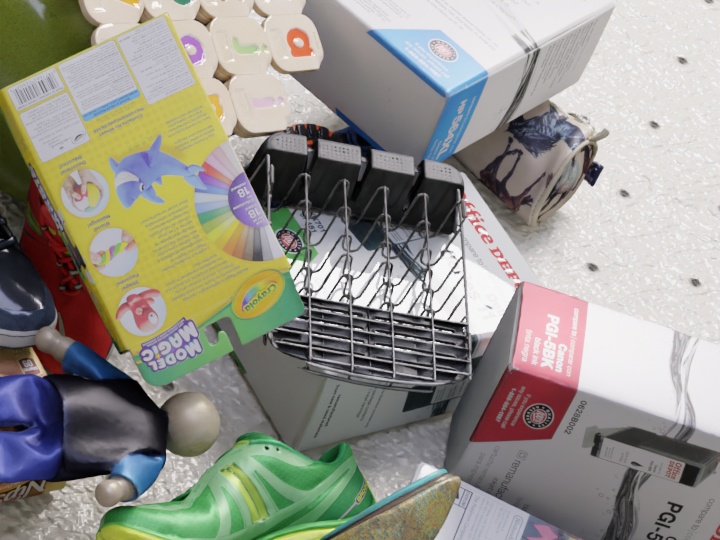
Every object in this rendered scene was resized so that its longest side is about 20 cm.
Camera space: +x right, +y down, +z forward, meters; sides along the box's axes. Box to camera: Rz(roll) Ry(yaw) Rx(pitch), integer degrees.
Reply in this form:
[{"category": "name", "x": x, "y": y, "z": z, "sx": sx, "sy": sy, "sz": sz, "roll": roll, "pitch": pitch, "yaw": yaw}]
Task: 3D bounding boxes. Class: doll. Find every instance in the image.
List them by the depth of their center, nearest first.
[{"category": "doll", "x": -0.176, "y": 0.089, "z": 1.589, "sx": 0.199, "sy": 0.049, "sz": 0.137, "roll": 0, "pitch": 46, "yaw": -24}]

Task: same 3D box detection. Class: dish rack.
[{"category": "dish rack", "x": 0.000, "y": 0.000, "z": 1.716, "sx": 0.152, "sy": 0.055, "sz": 0.201, "roll": 9, "pitch": 48, "yaw": -13}]

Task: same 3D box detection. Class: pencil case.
[{"category": "pencil case", "x": 0.088, "y": -0.125, "z": 1.976, "sx": 0.200, "sy": 0.078, "sz": 0.090, "roll": 43, "pitch": 88, "yaw": 19}]

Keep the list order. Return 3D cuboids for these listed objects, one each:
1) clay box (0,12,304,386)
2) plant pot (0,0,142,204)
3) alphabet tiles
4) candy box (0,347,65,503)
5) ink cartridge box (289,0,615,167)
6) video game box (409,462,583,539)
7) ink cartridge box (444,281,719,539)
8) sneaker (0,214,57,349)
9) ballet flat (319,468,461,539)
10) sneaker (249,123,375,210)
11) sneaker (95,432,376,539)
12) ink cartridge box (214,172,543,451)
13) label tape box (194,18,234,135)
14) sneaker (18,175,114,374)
[{"category": "clay box", "x": -0.126, "y": -0.040, "z": 1.619, "sx": 0.114, "sy": 0.048, "sz": 0.201, "roll": -26, "pitch": 92, "yaw": -14}, {"category": "plant pot", "x": -0.213, "y": -0.131, "z": 1.787, "sx": 0.193, "sy": 0.200, "sz": 0.200, "roll": 44, "pitch": 45, "yaw": 3}, {"category": "alphabet tiles", "x": -0.111, "y": -0.180, "z": 1.742, "sx": 0.195, "sy": 0.015, "sz": 0.201, "roll": -10, "pitch": 78, "yaw": -45}, {"category": "candy box", "x": -0.268, "y": 0.056, "z": 1.656, "sx": 0.115, "sy": 0.055, "sz": 0.201, "roll": -11, "pitch": 54, "yaw": -33}, {"category": "ink cartridge box", "x": 0.060, "y": -0.170, "z": 1.884, "sx": 0.146, "sy": 0.085, "sz": 0.200, "roll": 41, "pitch": 44, "yaw": 20}, {"category": "video game box", "x": 0.085, "y": 0.232, "z": 1.652, "sx": 0.181, "sy": 0.047, "sz": 0.200, "roll": 24, "pitch": 43, "yaw": 3}, {"category": "ink cartridge box", "x": 0.169, "y": 0.110, "z": 1.736, "sx": 0.199, "sy": 0.147, "sz": 0.083, "roll": 18, "pitch": 44, "yaw": -6}, {"category": "sneaker", "x": -0.248, "y": -0.058, "z": 1.633, "sx": 0.202, "sy": 0.147, "sz": 0.077, "roll": 42, "pitch": 42, "yaw": 18}, {"category": "ballet flat", "x": -0.020, "y": 0.189, "z": 1.589, "sx": 0.199, "sy": 0.071, "sz": 0.071, "roll": -26, "pitch": 57, "yaw": -4}, {"category": "sneaker", "x": -0.015, "y": -0.065, "z": 1.881, "sx": 0.199, "sy": 0.078, "sz": 0.076, "roll": 1, "pitch": 68, "yaw": -46}, {"category": "sneaker", "x": -0.079, "y": 0.144, "z": 1.634, "sx": 0.199, "sy": 0.074, "sz": 0.084, "roll": -4, "pitch": 74, "yaw": -38}, {"category": "ink cartridge box", "x": 0.014, "y": 0.024, "z": 1.797, "sx": 0.199, "sy": 0.083, "sz": 0.147, "roll": -13, "pitch": 54, "yaw": -34}, {"category": "label tape box", "x": -0.125, "y": -0.210, "z": 1.860, "sx": 0.066, "sy": 0.201, "sz": 0.144, "roll": -19, "pitch": 41, "yaw": -6}, {"category": "sneaker", "x": -0.185, "y": -0.025, "z": 1.682, "sx": 0.076, "sy": 0.202, "sz": 0.085, "roll": 3, "pitch": 12, "yaw": 0}]
